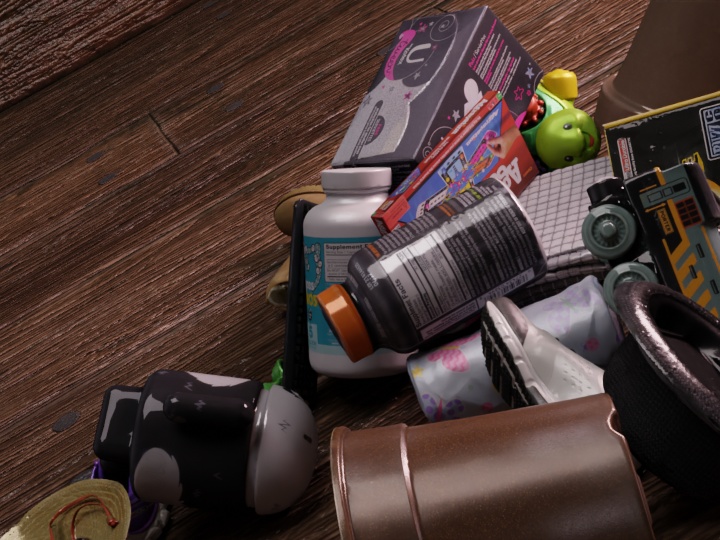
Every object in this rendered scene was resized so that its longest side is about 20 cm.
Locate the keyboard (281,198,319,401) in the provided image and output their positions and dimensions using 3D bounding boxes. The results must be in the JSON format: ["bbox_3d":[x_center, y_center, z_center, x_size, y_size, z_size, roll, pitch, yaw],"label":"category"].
[{"bbox_3d":[-0.047,0.033,1.408,0.021,0.201,0.127,3,-5,18],"label":"keyboard"}]

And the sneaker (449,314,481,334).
[{"bbox_3d":[0.069,0.001,1.436,0.074,0.088,0.200,-31,26,-8],"label":"sneaker"}]

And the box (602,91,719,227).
[{"bbox_3d":[0.310,-0.050,1.197,0.159,0.201,0.049,-14,-14,24],"label":"box"}]

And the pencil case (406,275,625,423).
[{"bbox_3d":[0.141,0.077,1.230,0.200,0.083,0.091,-25,22,7],"label":"pencil case"}]

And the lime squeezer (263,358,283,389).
[{"bbox_3d":[-0.093,0.127,1.436,0.200,0.038,0.071,-53,4,-40],"label":"lime squeezer"}]

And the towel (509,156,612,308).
[{"bbox_3d":[0.212,-0.027,1.357,0.199,0.086,0.166,-16,31,23],"label":"towel"}]

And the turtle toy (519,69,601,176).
[{"bbox_3d":[0.189,-0.145,1.504,0.101,0.146,0.200,-12,12,-39],"label":"turtle toy"}]

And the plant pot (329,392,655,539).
[{"bbox_3d":[0.101,0.181,0.964,0.198,0.201,0.200,-17,26,6],"label":"plant pot"}]

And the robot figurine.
[{"bbox_3d":[-0.138,0.155,1.255,0.199,0.125,0.150,7,13,2],"label":"robot figurine"}]

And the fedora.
[{"bbox_3d":[0.245,0.102,1.022,0.092,0.200,0.201,-53,17,23],"label":"fedora"}]

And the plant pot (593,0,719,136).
[{"bbox_3d":[0.349,-0.215,1.384,0.200,0.175,0.200,6,23,-2],"label":"plant pot"}]

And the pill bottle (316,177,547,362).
[{"bbox_3d":[0.061,0.006,1.246,0.200,0.106,0.106,-29,25,-5],"label":"pill bottle"}]

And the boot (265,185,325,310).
[{"bbox_3d":[-0.067,-0.027,1.651,0.175,0.066,0.200,-10,32,33],"label":"boot"}]

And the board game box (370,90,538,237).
[{"bbox_3d":[0.097,-0.076,1.346,0.019,0.103,0.200,7,46,47],"label":"board game box"}]

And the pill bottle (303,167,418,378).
[{"bbox_3d":[0.000,0.000,1.353,0.110,0.201,0.111,-2,6,0],"label":"pill bottle"}]

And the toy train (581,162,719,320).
[{"bbox_3d":[0.260,0.005,1.141,0.114,0.201,0.085,-22,-12,14],"label":"toy train"}]

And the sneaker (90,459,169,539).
[{"bbox_3d":[-0.225,0.196,1.366,0.080,0.084,0.200,-23,25,10],"label":"sneaker"}]

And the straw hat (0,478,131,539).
[{"bbox_3d":[-0.259,0.290,1.219,0.201,0.085,0.201,-24,32,16],"label":"straw hat"}]

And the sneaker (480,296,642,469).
[{"bbox_3d":[0.168,0.097,1.134,0.080,0.074,0.200,-24,57,-15],"label":"sneaker"}]

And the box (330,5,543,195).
[{"bbox_3d":[0.079,-0.161,1.436,0.132,0.115,0.200,1,56,47],"label":"box"}]
